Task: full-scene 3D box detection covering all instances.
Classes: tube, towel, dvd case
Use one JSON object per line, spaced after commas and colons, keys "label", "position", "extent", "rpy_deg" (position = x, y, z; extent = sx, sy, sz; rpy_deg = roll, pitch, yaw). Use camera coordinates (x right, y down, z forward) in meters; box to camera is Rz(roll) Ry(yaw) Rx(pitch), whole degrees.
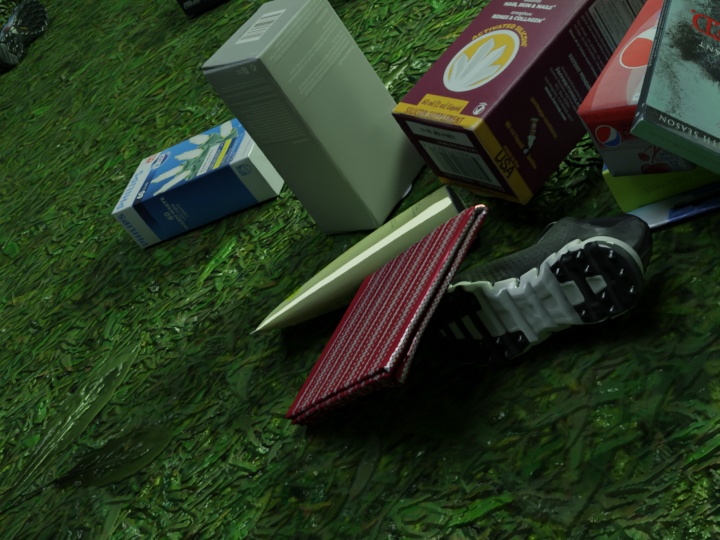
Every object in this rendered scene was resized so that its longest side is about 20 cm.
{"label": "tube", "position": [0.000, 0.000, 1.036], "extent": [0.200, 0.058, 0.052], "rpy_deg": [-31, 45, 15]}
{"label": "towel", "position": [0.017, 0.038, 0.896], "extent": [0.145, 0.022, 0.200], "rpy_deg": [-60, 11, -25]}
{"label": "dvd case", "position": [0.265, -0.141, 0.832], "extent": [0.022, 0.146, 0.201], "rpy_deg": [123, 170, -60]}

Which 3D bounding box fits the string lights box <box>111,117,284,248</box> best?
{"label": "string lights box", "position": [-0.168, -0.102, 1.372], "extent": [0.199, 0.059, 0.103], "rpy_deg": [-19, 34, 31]}

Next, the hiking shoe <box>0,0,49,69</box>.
{"label": "hiking shoe", "position": [-0.703, -0.477, 2.526], "extent": [0.086, 0.074, 0.200], "rpy_deg": [-15, 35, 34]}

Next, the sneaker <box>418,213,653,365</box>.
{"label": "sneaker", "position": [0.123, 0.010, 0.874], "extent": [0.200, 0.067, 0.090], "rpy_deg": [-22, 14, 41]}

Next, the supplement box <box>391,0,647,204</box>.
{"label": "supplement box", "position": [0.137, -0.159, 0.984], "extent": [0.200, 0.086, 0.110], "rpy_deg": [-49, 34, -14]}

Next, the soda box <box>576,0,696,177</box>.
{"label": "soda box", "position": [0.233, -0.157, 0.893], "extent": [0.070, 0.063, 0.200], "rpy_deg": [-3, 44, 46]}

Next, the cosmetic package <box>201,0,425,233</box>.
{"label": "cosmetic package", "position": [-0.035, -0.139, 1.131], "extent": [0.090, 0.200, 0.107], "rpy_deg": [-1, 42, 45]}

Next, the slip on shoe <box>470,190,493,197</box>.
{"label": "slip on shoe", "position": [0.102, -0.115, 1.084], "extent": [0.074, 0.061, 0.200], "rpy_deg": [-38, 29, -5]}

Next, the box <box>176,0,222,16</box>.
{"label": "box", "position": [-0.197, -0.502, 2.017], "extent": [0.161, 0.049, 0.200], "rpy_deg": [-14, 35, 31]}

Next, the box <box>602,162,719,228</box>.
{"label": "box", "position": [0.250, -0.119, 0.937], "extent": [0.122, 0.048, 0.200], "rpy_deg": [-19, 32, 31]}
